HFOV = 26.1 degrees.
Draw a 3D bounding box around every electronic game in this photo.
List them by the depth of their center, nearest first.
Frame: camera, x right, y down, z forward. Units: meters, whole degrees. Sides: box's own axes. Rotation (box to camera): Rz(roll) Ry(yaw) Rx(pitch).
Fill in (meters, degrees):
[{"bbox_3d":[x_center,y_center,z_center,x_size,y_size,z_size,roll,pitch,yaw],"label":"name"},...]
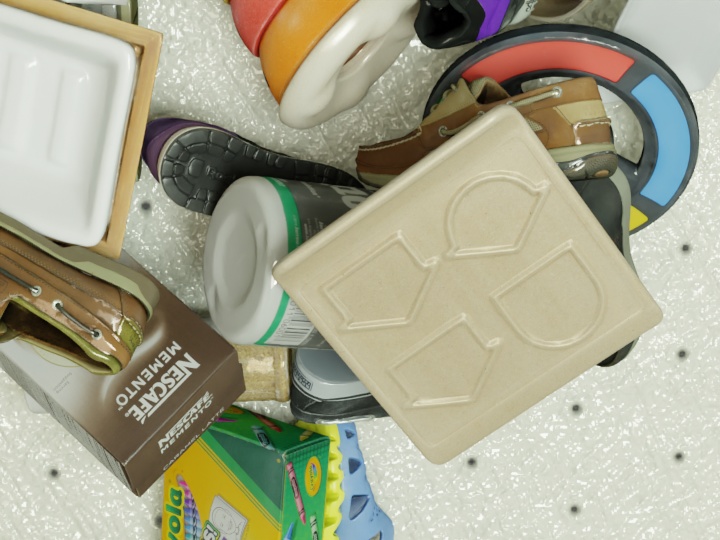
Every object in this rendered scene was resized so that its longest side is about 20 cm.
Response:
[{"bbox_3d":[0.141,-0.090,1.108,0.197,0.042,0.201,5,135,5],"label":"electronic game"}]

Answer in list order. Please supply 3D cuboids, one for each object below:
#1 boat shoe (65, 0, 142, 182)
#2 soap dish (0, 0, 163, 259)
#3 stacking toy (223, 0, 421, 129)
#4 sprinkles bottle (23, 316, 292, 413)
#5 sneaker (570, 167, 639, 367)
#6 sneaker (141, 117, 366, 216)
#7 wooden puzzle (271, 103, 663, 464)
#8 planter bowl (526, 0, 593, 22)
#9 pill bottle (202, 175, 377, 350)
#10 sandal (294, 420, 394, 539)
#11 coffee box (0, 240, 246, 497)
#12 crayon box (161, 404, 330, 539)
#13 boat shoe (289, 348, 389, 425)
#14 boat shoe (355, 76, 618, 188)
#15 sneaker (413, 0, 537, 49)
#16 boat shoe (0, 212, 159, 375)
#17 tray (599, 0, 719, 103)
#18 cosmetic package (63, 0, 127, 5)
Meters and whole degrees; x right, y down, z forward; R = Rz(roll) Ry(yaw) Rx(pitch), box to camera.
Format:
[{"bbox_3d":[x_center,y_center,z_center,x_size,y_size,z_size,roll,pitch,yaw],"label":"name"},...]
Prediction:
[{"bbox_3d":[-0.192,-0.162,1.105,0.067,0.075,0.203,0,101,-2],"label":"boat shoe"},{"bbox_3d":[-0.232,-0.112,1.045,0.198,0.081,0.159,17,109,8],"label":"soap dish"},{"bbox_3d":[-0.058,-0.213,1.090,0.146,0.146,0.200,-45,81,9],"label":"stacking toy"},{"bbox_3d":[-0.151,0.069,1.164,0.197,0.068,0.069,-2,104,-1],"label":"sprinkles bottle"},{"bbox_3d":[0.144,0.019,1.111,0.106,0.074,0.201,-48,142,-28],"label":"sneaker"},{"bbox_3d":[-0.071,-0.064,1.139,0.199,0.087,0.076,27,96,-33],"label":"sneaker"},{"bbox_3d":[0.069,0.010,0.995,0.184,0.046,0.200,-34,118,13],"label":"wooden puzzle"},{"bbox_3d":[0.147,-0.286,1.039,0.134,0.200,0.202,-28,104,-21],"label":"planter bowl"},{"bbox_3d":[0.000,0.000,1.082,0.198,0.113,0.115,5,105,-31],"label":"pill bottle"},{"bbox_3d":[-0.011,0.202,1.207,0.086,0.079,0.203,-9,98,-37],"label":"sandal"},{"bbox_3d":[-0.190,0.045,1.093,0.199,0.080,0.114,39,71,16],"label":"coffee box"},{"bbox_3d":[-0.090,0.210,1.175,0.118,0.058,0.203,14,106,35],"label":"crayon box"},{"bbox_3d":[0.042,0.078,1.165,0.197,0.074,0.069,-12,138,-23],"label":"boat shoe"},{"bbox_3d":[0.084,-0.093,1.052,0.198,0.075,0.075,-2,93,37],"label":"boat shoe"},{"bbox_3d":[0.068,-0.215,0.981,0.099,0.070,0.201,-30,146,-22],"label":"sneaker"},{"bbox_3d":[-0.235,0.009,1.024,0.198,0.072,0.069,17,62,9],"label":"boat shoe"},{"bbox_3d":[0.222,-0.182,1.066,0.106,0.201,0.022,-8,63,-14],"label":"tray"},{"bbox_3d":[-0.246,-0.255,1.042,0.198,0.081,0.114,20,102,17],"label":"cosmetic package"}]
